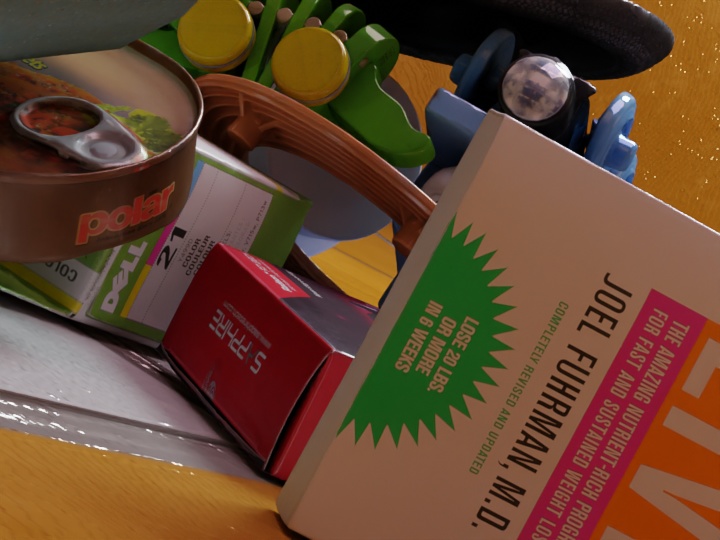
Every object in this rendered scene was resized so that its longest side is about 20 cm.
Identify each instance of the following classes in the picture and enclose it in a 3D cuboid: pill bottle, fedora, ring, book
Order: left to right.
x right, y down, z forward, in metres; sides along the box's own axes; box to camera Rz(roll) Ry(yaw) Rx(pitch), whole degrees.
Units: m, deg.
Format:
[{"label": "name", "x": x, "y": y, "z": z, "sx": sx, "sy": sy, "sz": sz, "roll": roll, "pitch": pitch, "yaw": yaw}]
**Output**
[{"label": "pill bottle", "x": -0.054, "y": -0.064, "z": 1.240, "sx": 0.112, "sy": 0.112, "sz": 0.200, "roll": 26, "pitch": -7, "yaw": -29}, {"label": "ring", "x": 0.000, "y": 0.000, "z": 1.031, "sx": 0.200, "sy": 0.019, "sz": 0.201, "roll": 37, "pitch": -17, "yaw": 13}, {"label": "fedora", "x": 0.044, "y": -0.146, "z": 1.121, "sx": 0.200, "sy": 0.092, "sz": 0.201, "roll": 14, "pitch": -6, "yaw": 1}, {"label": "book", "x": 0.094, "y": 0.058, "z": 0.767, "sx": 0.200, "sy": 0.134, "sz": 0.048, "roll": 27, "pitch": 5, "yaw": -11}]

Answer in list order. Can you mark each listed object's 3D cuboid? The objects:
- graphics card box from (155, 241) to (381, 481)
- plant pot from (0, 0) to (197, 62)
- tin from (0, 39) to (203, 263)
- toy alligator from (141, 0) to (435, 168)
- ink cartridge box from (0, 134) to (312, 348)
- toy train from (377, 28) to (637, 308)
[{"label": "graphics card box", "x": 0.040, "y": 0.061, "z": 0.900, "sx": 0.200, "sy": 0.051, "sz": 0.125, "roll": 24, "pitch": 6, "yaw": -25}, {"label": "plant pot", "x": -0.146, "y": -0.139, "z": 0.768, "sx": 0.200, "sy": 0.201, "sz": 0.196, "roll": 31, "pitch": 23, "yaw": 37}, {"label": "tin", "x": -0.137, "y": -0.062, "z": 0.861, "sx": 0.112, "sy": 0.042, "sz": 0.200, "roll": -25, "pitch": 43, "yaw": -37}, {"label": "toy alligator", "x": -0.054, "y": -0.096, "z": 1.038, "sx": 0.200, "sy": 0.054, "sz": 0.059, "roll": 21, "pitch": -18, "yaw": 18}, {"label": "ink cartridge box", "x": -0.133, "y": -0.045, "z": 0.930, "sx": 0.148, "sy": 0.076, "sz": 0.200, "roll": 31, "pitch": 3, "yaw": 32}, {"label": "toy train", "x": 0.061, "y": -0.017, "z": 1.097, "sx": 0.087, "sy": 0.114, "sz": 0.200, "roll": 29, "pitch": -16, "yaw": 12}]
